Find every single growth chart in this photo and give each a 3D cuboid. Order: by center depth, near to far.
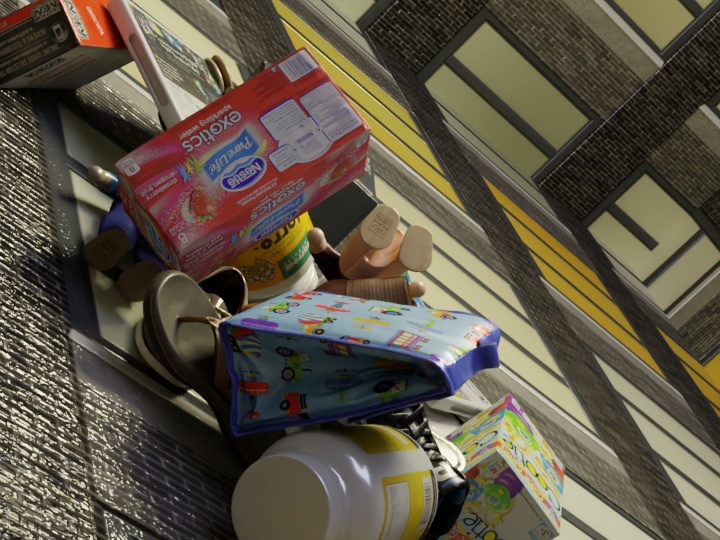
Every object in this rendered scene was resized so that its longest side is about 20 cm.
[{"bbox_3d":[0.068,0.148,1.745,0.145,0.018,0.200,28,23,-51],"label":"growth chart"}]

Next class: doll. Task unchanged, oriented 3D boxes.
[{"bbox_3d":[-0.203,-0.041,1.418,0.136,0.048,0.200,44,14,-11],"label":"doll"}]

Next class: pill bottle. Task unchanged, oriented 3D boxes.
[{"bbox_3d":[-0.021,0.178,1.200,0.112,0.112,0.200,50,14,18],"label":"pill bottle"},{"bbox_3d":[-0.106,-0.045,1.475,0.113,0.112,0.200,-119,-173,-46],"label":"pill bottle"}]

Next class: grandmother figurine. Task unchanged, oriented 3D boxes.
[{"bbox_3d":[0.000,0.000,1.444,0.121,0.061,0.200,39,-25,0],"label":"grandmother figurine"}]

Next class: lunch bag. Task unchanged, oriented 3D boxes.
[{"bbox_3d":[0.013,0.065,1.210,0.150,0.199,0.095,-25,110,-68],"label":"lunch bag"}]

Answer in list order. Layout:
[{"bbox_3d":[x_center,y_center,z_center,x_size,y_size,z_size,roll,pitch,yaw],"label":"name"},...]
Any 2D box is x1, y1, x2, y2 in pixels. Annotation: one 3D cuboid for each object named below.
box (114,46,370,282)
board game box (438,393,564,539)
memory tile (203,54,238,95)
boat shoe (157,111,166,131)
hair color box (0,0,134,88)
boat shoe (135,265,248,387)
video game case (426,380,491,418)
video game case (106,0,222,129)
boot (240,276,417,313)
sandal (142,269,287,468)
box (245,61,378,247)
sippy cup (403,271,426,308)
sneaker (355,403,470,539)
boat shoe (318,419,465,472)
[{"bbox_3d":[-0.099,-0.086,1.320,0.100,0.200,0.096,51,-16,16],"label":"box"},{"bbox_3d":[0.132,0.215,1.538,0.105,0.103,0.200,53,14,-4],"label":"board game box"},{"bbox_3d":[-0.131,-0.130,1.731,0.200,0.017,0.154,58,-25,25],"label":"memory tile"},{"bbox_3d":[-0.160,-0.100,1.698,0.063,0.071,0.201,-18,69,-39],"label":"boat shoe"},{"bbox_3d":[-0.293,-0.229,1.551,0.061,0.101,0.200,66,14,-1],"label":"hair color box"},{"bbox_3d":[-0.140,0.043,1.338,0.072,0.060,0.200,45,14,-5],"label":"boat shoe"},{"bbox_3d":[0.060,0.093,1.801,0.200,0.022,0.182,48,11,25],"label":"video game case"},{"bbox_3d":[-0.176,-0.176,1.599,0.182,0.023,0.200,63,12,19],"label":"video game case"},{"bbox_3d":[-0.021,0.064,1.423,0.200,0.154,0.074,72,11,-58],"label":"boot"},{"bbox_3d":[-0.105,0.079,1.245,0.201,0.054,0.082,60,31,-21],"label":"sandal"},{"bbox_3d":[-0.084,-0.141,1.933,0.200,0.104,0.182,42,13,-14],"label":"box"},{"bbox_3d":[0.021,0.069,1.624,0.131,0.139,0.178,53,38,-14],"label":"sippy cup"},{"bbox_3d":[0.048,0.142,1.319,0.073,0.201,0.112,-19,25,-35],"label":"sneaker"},{"bbox_3d":[0.004,0.154,1.443,0.201,0.061,0.072,34,33,25],"label":"boat shoe"}]
